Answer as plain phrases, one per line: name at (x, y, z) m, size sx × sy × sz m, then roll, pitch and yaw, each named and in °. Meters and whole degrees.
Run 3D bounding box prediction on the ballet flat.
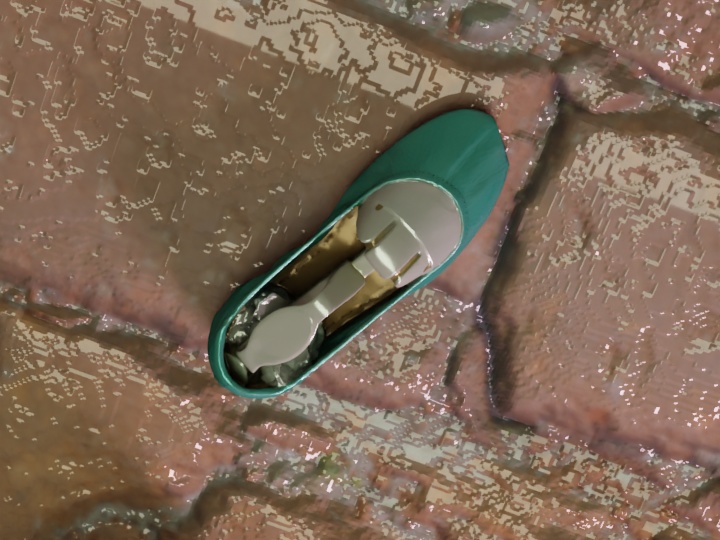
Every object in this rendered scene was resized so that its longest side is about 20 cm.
ballet flat at (0.000, 0.000, 1.182) m, size 0.200 × 0.070 × 0.067 m, roll -41°, pitch 104°, yaw 16°
